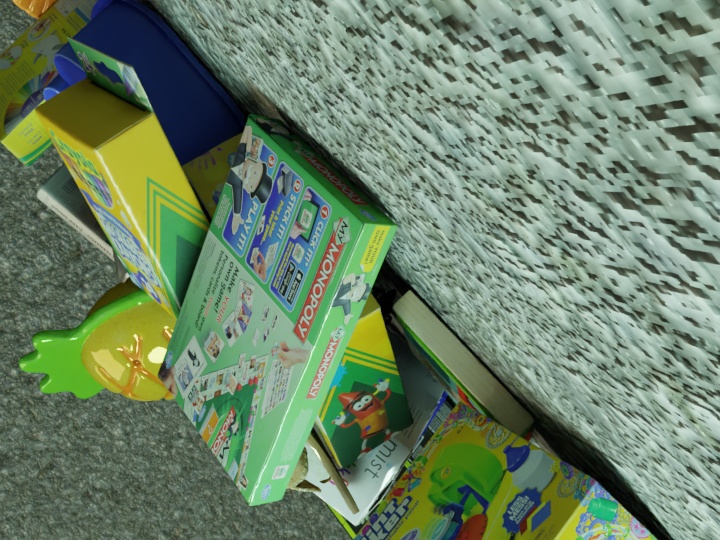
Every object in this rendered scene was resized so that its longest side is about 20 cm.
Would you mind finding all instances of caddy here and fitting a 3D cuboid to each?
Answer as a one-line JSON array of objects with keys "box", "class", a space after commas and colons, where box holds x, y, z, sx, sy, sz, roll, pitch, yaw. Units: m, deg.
[{"box": [-0.167, -0.130, 0.846, 0.201, 0.105, 0.141, 49, 153, -6], "class": "caddy"}]

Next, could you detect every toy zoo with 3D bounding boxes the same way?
[{"box": [0.084, 0.092, 0.816, 0.131, 0.020, 0.200, 47, 175, 17], "class": "toy zoo"}]

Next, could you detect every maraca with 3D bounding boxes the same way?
[{"box": [-0.192, 0.062, 0.885, 0.138, 0.197, 0.108, 76, 176, -55], "class": "maraca"}]

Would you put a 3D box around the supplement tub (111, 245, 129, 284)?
[{"box": [-0.185, -0.079, 0.975, 0.123, 0.120, 0.203, 58, -164, -66], "class": "supplement tub"}]

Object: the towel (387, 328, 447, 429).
[{"box": [0.010, 0.135, 1.171, 0.049, 0.149, 0.200, 18, -164, -41], "class": "towel"}]

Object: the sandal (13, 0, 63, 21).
[{"box": [-0.312, -0.286, 1.040, 0.059, 0.079, 0.207, 41, 174, 34], "class": "sandal"}]

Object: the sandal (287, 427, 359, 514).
[{"box": [-0.071, 0.127, 0.794, 0.078, 0.069, 0.214, 50, 167, 54], "class": "sandal"}]

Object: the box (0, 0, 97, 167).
[{"box": [-0.301, -0.188, 0.990, 0.117, 0.200, 0.048, 43, 174, 40], "class": "box"}]

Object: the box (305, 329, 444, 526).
[{"box": [-0.021, 0.111, 0.959, 0.175, 0.097, 0.200, 37, -162, 4], "class": "box"}]

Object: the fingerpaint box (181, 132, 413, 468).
[{"box": [-0.045, 0.020, 0.773, 0.201, 0.073, 0.168, 56, 170, 36], "class": "fingerpaint box"}]

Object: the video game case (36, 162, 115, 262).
[{"box": [-0.206, -0.080, 1.062, 0.181, 0.201, 0.023, 40, 137, -9], "class": "video game case"}]

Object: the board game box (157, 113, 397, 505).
[{"box": [-0.061, 0.024, 0.645, 0.029, 0.202, 0.134, 1, -148, -43], "class": "board game box"}]

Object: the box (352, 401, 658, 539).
[{"box": [0.080, 0.220, 0.658, 0.122, 0.201, 0.192, 42, 172, -18], "class": "box"}]

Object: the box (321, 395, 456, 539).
[{"box": [0.062, 0.236, 1.133, 0.047, 0.195, 0.200, 25, -169, -43], "class": "box"}]

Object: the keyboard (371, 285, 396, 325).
[{"box": [0.000, 0.000, 0.822, 0.105, 0.039, 0.200, 60, 172, 11], "class": "keyboard"}]

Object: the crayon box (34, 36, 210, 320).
[{"box": [-0.165, -0.059, 0.741, 0.125, 0.051, 0.202, 31, 149, 50], "class": "crayon box"}]
